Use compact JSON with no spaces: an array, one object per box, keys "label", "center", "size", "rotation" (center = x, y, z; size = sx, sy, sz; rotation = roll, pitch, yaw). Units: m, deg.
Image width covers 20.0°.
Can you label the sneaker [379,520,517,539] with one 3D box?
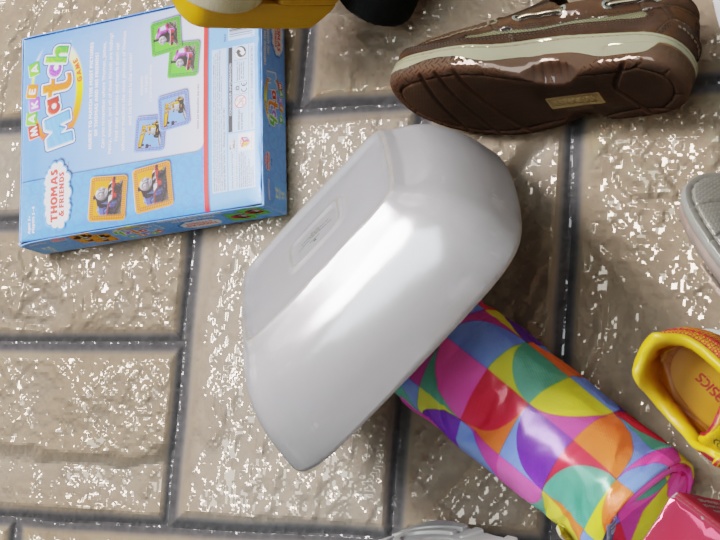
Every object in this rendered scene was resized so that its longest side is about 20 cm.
[{"label":"sneaker","center":[0.080,0.200,1.155],"size":[0.199,0.076,0.081],"rotation":[12,111,60]}]

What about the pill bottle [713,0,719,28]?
[{"label":"pill bottle","center":[0.299,-0.172,1.119],"size":[0.198,0.112,0.114],"rotation":[-7,76,28]}]

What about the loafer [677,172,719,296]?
[{"label":"loafer","center":[0.246,0.027,1.134],"size":[0.200,0.072,0.063],"rotation":[44,142,29]}]

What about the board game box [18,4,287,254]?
[{"label":"board game box","center":[-0.143,-0.100,1.389],"size":[0.198,0.037,0.153],"rotation":[-8,76,27]}]

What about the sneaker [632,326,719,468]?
[{"label":"sneaker","center":[0.227,0.104,1.116],"size":[0.200,0.077,0.073],"rotation":[37,114,31]}]

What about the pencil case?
[{"label":"pencil case","center":[0.100,0.092,1.191],"size":[0.200,0.088,0.089],"rotation":[42,100,30]}]

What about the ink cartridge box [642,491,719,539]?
[{"label":"ink cartridge box","center":[0.240,0.209,1.051],"size":[0.200,0.144,0.085],"rotation":[38,99,29]}]

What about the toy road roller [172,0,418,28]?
[{"label":"toy road roller","center":[-0.038,-0.241,1.275],"size":[0.147,0.198,0.123],"rotation":[62,143,31]}]

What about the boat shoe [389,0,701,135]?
[{"label":"boat shoe","center":[0.116,-0.132,1.245],"size":[0.201,0.075,0.075],"rotation":[2,57,30]}]

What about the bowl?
[{"label":"bowl","center":[0.000,0.000,1.199],"size":[0.075,0.200,0.200],"rotation":[41,104,-16]}]
